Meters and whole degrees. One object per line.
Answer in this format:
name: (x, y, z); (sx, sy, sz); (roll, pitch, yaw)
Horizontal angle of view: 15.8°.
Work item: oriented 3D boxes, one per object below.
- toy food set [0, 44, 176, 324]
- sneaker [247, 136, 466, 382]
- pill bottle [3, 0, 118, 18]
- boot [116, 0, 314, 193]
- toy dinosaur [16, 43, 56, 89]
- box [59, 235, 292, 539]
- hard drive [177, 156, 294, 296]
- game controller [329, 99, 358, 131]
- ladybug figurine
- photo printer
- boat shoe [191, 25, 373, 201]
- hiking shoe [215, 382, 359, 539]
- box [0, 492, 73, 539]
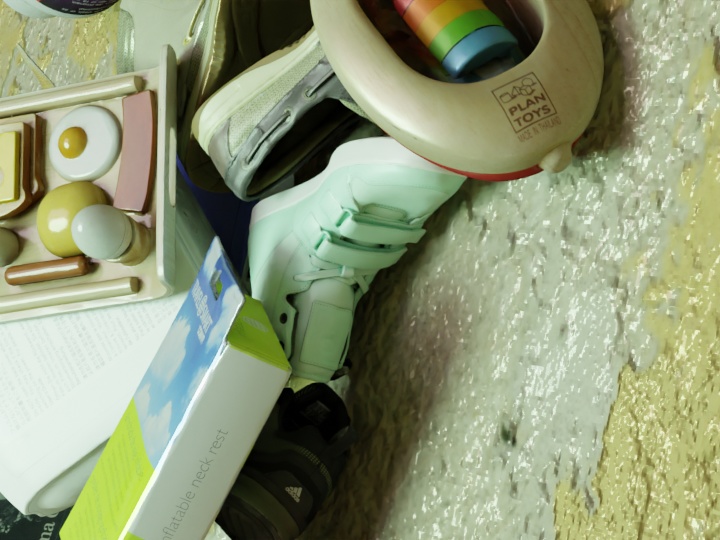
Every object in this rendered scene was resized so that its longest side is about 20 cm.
toy food set: (-0.195, -0.048, 1.539); (0.200, 0.060, 0.144); (-8, 74, 26)
sneaker: (0.000, 0.000, 1.453); (0.200, 0.074, 0.118); (-29, 55, 57)
pill bottle: (-0.184, -0.246, 1.806); (0.200, 0.112, 0.113); (-28, 56, 52)
boot: (-0.085, -0.165, 1.574); (0.155, 0.072, 0.200); (46, 121, 55)
toy dinosaur: (-0.180, -0.056, 1.752); (0.101, 0.058, 0.200); (-37, 77, 57)
box: (-0.099, 0.092, 1.429); (0.200, 0.048, 0.122); (-62, 18, 11)
hard drive: (-0.100, -0.052, 1.661); (0.200, 0.025, 0.132); (-128, 45, -52)
game controller: (-0.030, -0.166, 1.591); (0.104, 0.042, 0.200); (-33, 52, 50)
ladybug figurine: (0.051, -0.117, 1.368); (0.200, 0.136, 0.072); (58, 167, 31)
photo printer: (-0.167, 0.041, 1.581); (0.200, 0.069, 0.167); (-37, 67, 15)
boat shoe: (-0.002, -0.111, 1.475); (0.200, 0.073, 0.065); (-36, 68, 20)
hiking shoe: (-0.048, 0.110, 1.509); (0.101, 0.076, 0.200); (-39, 15, -6)
box: (-0.271, 0.123, 1.733); (0.117, 0.200, 0.197); (42, 116, 56)
